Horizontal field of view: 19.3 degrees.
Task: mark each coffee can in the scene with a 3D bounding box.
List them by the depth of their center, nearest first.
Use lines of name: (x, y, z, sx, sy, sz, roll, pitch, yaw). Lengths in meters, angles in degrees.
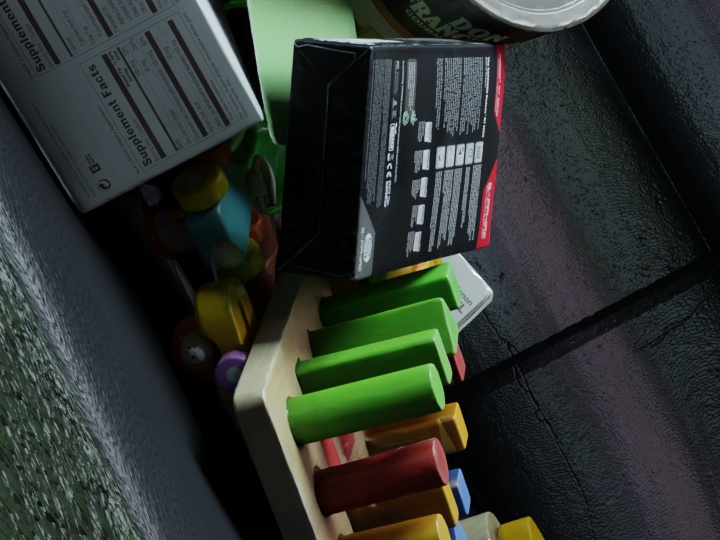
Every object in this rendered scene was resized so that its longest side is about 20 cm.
coffee can: (0.055, -0.200, 1.321, 0.147, 0.146, 0.200, 62, -27, -7)

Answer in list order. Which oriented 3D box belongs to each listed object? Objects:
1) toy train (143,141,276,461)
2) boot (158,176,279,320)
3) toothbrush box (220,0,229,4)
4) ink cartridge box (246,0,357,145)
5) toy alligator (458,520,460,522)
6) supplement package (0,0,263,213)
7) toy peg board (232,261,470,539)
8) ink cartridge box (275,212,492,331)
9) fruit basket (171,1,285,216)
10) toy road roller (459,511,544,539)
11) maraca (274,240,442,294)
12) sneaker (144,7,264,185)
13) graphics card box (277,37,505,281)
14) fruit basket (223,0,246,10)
toy train: (-0.072, 0.027, 1.200, 0.150, 0.055, 0.201, 35, 41, -71)
boot: (-0.067, 0.052, 1.397, 0.188, 0.068, 0.200, 74, -2, -66)
toothbrush box: (-0.127, -0.226, 1.318, 0.086, 0.200, 0.146, -36, 100, -43)
ink cartridge box: (-0.020, -0.168, 1.157, 0.145, 0.048, 0.201, -1, 77, -66)
toy alligator: (0.037, 0.175, 1.432, 0.054, 0.059, 0.200, 23, -10, -37)
supplement package: (-0.147, -0.156, 1.134, 0.156, 0.111, 0.200, 61, 3, -29)
toy peg board: (0.022, 0.104, 1.170, 0.200, 0.098, 0.200, -73, 145, -66)
ink cartridge box: (0.014, -0.003, 1.532, 0.145, 0.084, 0.200, 47, -3, 2)
fruit basket: (-0.103, -0.141, 1.545, 0.200, 0.094, 0.185, 60, -31, 32)
toy road roller: (0.083, 0.263, 1.323, 0.146, 0.123, 0.200, -98, 164, -47)
maraca: (0.000, 0.000, 1.327, 0.200, 0.107, 0.137, 93, -23, -71)
sneaker: (-0.099, -0.114, 1.295, 0.084, 0.200, 0.077, 10, 62, -32)
graphics card box: (0.021, -0.066, 1.175, 0.200, 0.051, 0.126, -17, 113, -66)
fruit basket: (-0.066, -0.297, 1.477, 0.216, 0.215, 0.156, 63, -28, 12)
